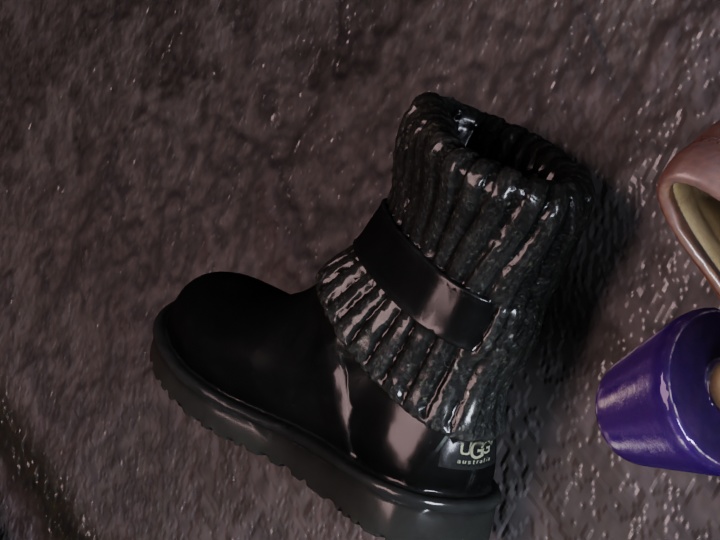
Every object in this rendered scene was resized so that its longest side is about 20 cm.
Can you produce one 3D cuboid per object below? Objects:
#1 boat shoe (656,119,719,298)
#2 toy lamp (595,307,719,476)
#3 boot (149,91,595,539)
[{"bbox_3d":[0.149,0.043,0.630,0.072,0.072,0.200,-30,93,51],"label":"boat shoe"},{"bbox_3d":[0.151,0.028,0.721,0.200,0.058,0.058,-18,67,50],"label":"toy lamp"},{"bbox_3d":[0.002,0.000,0.922,0.211,0.079,0.158,28,112,44],"label":"boot"}]
